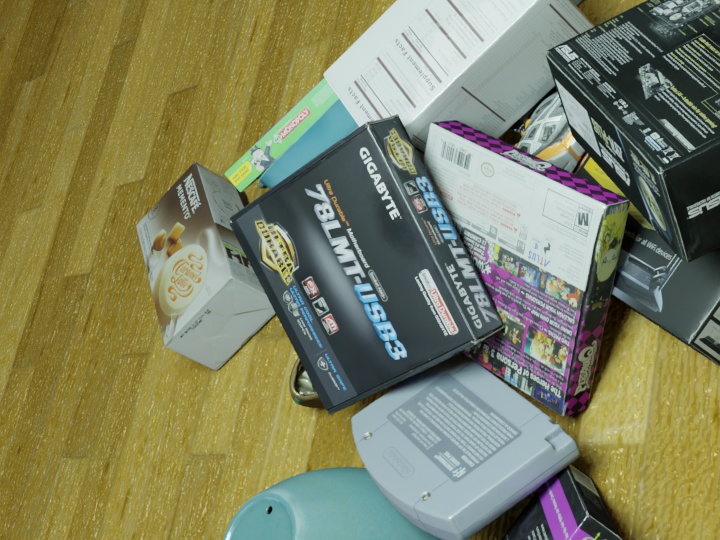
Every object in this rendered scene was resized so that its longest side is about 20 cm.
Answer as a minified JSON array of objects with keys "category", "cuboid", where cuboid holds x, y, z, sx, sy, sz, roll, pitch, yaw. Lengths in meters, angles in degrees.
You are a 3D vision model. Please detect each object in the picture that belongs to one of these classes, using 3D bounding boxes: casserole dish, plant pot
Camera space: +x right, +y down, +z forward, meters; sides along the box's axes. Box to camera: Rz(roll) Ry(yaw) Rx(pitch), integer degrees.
[{"category":"casserole dish","cuboid":[-0.021,-0.139,1.341,0.200,0.039,0.121,-43,-4,17]},{"category":"plant pot","cuboid":[-0.038,0.247,1.083,0.200,0.135,0.200,-27,48,35]}]

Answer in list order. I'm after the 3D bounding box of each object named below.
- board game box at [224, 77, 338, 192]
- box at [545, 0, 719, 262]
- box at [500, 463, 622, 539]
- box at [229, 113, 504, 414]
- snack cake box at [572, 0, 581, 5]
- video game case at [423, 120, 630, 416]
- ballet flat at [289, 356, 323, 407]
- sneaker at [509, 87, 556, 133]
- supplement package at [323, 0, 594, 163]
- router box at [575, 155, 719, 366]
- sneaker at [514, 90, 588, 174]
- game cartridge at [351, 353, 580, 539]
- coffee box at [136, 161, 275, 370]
[{"category":"board game box","cuboid":[-0.048,-0.171,1.383,0.200,0.029,0.135,-40,4,23]},{"category":"box","cuboid":[0.252,-0.121,0.944,0.164,0.086,0.200,-27,37,-1]},{"category":"box","cuboid":[0.109,0.242,0.948,0.200,0.036,0.143,-53,3,7]},{"category":"box","cuboid":[0.000,0.000,1.108,0.198,0.050,0.200,-29,86,45]},{"category":"snack cake box","cuboid":[0.179,-0.309,1.250,0.200,0.067,0.115,-42,41,21]},{"category":"video game case","cuboid":[0.119,-0.006,1.061,0.200,0.036,0.182,31,123,44]},{"category":"ballet flat","cuboid":[-0.008,0.043,1.221,0.068,0.072,0.200,35,96,9]},{"category":"sneaker","cuboid":[0.122,-0.180,1.231,0.200,0.081,0.074,37,98,32]},{"category":"supplement package","cuboid":[0.088,-0.186,1.134,0.200,0.114,0.110,-42,56,15]},{"category":"router box","cuboid":[0.246,-0.041,1.018,0.157,0.052,0.200,-56,38,5]},{"category":"sneaker","cuboid":[0.165,-0.100,1.133,0.200,0.078,0.077,-45,38,3]},{"category":"game cartridge","cuboid":[0.072,0.139,1.045,0.133,0.041,0.200,-31,25,-11]},{"category":"coffee box","cuboid":[-0.169,-0.007,1.430,0.114,0.080,0.200,-43,42,20]}]
